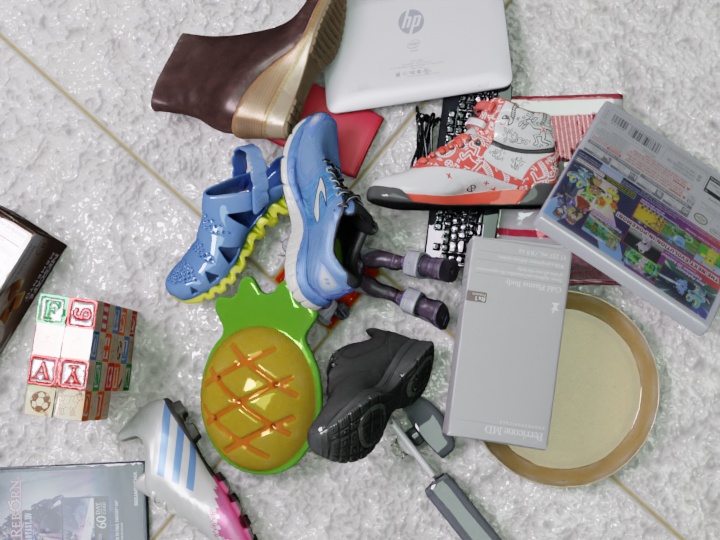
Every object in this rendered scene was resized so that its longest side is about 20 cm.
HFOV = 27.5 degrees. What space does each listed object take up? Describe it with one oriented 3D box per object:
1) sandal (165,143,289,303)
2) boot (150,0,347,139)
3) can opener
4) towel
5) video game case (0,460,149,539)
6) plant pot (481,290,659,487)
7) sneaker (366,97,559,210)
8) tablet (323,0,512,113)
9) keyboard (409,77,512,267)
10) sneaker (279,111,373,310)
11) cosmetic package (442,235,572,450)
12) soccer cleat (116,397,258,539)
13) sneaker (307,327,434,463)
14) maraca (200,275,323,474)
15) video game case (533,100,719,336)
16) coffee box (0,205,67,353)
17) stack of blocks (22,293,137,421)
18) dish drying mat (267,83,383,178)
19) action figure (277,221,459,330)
[{"bbox_3d":[-0.138,-0.056,1.526,0.200,0.087,0.079,-51,39,-7],"label":"sandal"},{"bbox_3d":[-0.116,-0.235,1.539,0.165,0.072,0.201,16,70,21],"label":"boot"},{"bbox_3d":[0.094,0.220,1.508,0.066,0.053,0.201,-35,84,0],"label":"can opener"},{"bbox_3d":[0.208,-0.085,1.539,0.142,0.023,0.202,-1,85,4],"label":"towel"},{"bbox_3d":[-0.322,0.278,1.556,0.198,0.019,0.144,-3,85,4],"label":"video game case"},{"bbox_3d":[0.208,0.122,1.520,0.198,0.027,0.202,0,86,5],"label":"plant pot"},{"bbox_3d":[0.103,-0.118,1.491,0.199,0.067,0.109,-1,87,-8],"label":"sneaker"},{"bbox_3d":[0.056,-0.241,1.551,0.198,0.014,0.131,-8,75,9],"label":"tablet"},{"bbox_3d":[0.096,-0.106,1.531,0.103,0.040,0.202,5,86,19],"label":"keyboard"},{"bbox_3d":[-0.025,-0.064,1.474,0.089,0.078,0.202,-14,72,31],"label":"sneaker"},{"bbox_3d":[0.146,0.074,1.473,0.106,0.090,0.202,6,83,0],"label":"cosmetic package"},{"bbox_3d":[-0.180,0.230,1.522,0.086,0.070,0.201,-31,76,-7],"label":"soccer cleat"},{"bbox_3d":[-0.004,0.122,1.476,0.090,0.200,0.077,22,123,22],"label":"sneaker"},{"bbox_3d":[-0.100,0.108,1.502,0.136,0.107,0.202,5,92,17],"label":"maraca"},{"bbox_3d":[0.293,-0.055,1.477,0.199,0.023,0.183,34,56,1],"label":"video game case"},{"bbox_3d":[-0.404,0.033,1.535,0.079,0.114,0.201,31,87,7],"label":"coffee box"},{"bbox_3d":[-0.277,0.089,1.476,0.058,0.200,0.116,7,86,3],"label":"stack of blocks"},{"bbox_3d":[-0.079,-0.172,1.573,0.199,0.018,0.077,25,87,7],"label":"dish drying mat"},{"bbox_3d":[0.000,0.000,1.528,0.198,0.069,0.131,18,94,21],"label":"action figure"}]
